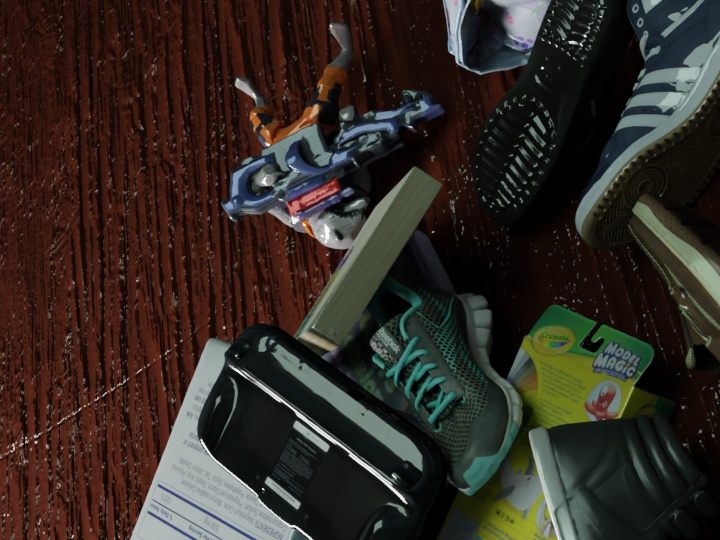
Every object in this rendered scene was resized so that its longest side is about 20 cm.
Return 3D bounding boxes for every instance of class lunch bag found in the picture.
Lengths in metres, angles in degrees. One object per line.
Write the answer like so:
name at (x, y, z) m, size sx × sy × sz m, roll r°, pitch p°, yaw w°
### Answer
lunch bag at (0.124, -0.265, 1.246) m, size 0.200 × 0.127 × 0.171 m, roll -39°, pitch 42°, yaw 41°

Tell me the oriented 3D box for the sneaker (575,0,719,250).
sneaker at (0.198, -0.114, 1.112) m, size 0.200 × 0.070 × 0.109 m, roll -51°, pitch 43°, yaw 11°

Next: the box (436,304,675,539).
box at (0.126, 0.130, 1.091) m, size 0.117 × 0.048 × 0.201 m, roll 26°, pitch 95°, yaw 54°

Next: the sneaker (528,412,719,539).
sneaker at (0.175, 0.175, 0.984) m, size 0.099 × 0.071 × 0.201 m, roll -19°, pitch 75°, yaw 7°

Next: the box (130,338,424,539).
box at (-0.061, 0.174, 1.216) m, size 0.183 × 0.105 × 0.201 m, roll 17°, pitch 85°, yaw 52°

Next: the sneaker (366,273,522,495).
sneaker at (0.046, 0.071, 1.119) m, size 0.078 × 0.091 × 0.200 m, roll -55°, pitch 24°, yaw 21°

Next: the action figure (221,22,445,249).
action figure at (-0.016, -0.106, 1.387) m, size 0.199 × 0.105 × 0.195 m, roll -19°, pitch 61°, yaw 15°

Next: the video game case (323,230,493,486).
video game case at (0.020, 0.096, 1.262) m, size 0.182 × 0.023 × 0.201 m, roll -49°, pitch 40°, yaw 22°

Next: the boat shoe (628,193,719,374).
boat shoe at (0.217, 0.028, 1.012) m, size 0.075 × 0.074 × 0.202 m, roll -60°, pitch 37°, yaw 18°

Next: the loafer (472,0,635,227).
loafer at (0.148, -0.115, 1.185) m, size 0.073 × 0.071 × 0.201 m, roll 51°, pitch 128°, yaw 34°

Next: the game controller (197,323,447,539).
game controller at (-0.031, 0.119, 1.106) m, size 0.200 × 0.042 × 0.105 m, roll 34°, pitch 110°, yaw 36°

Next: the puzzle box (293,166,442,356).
puzzle box at (0.000, 0.000, 1.214) m, size 0.134 × 0.025 × 0.200 m, roll -58°, pitch 3°, yaw -9°
